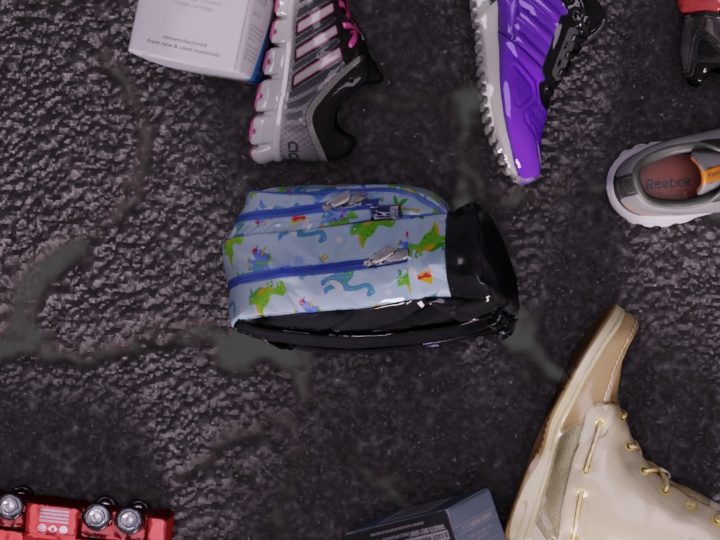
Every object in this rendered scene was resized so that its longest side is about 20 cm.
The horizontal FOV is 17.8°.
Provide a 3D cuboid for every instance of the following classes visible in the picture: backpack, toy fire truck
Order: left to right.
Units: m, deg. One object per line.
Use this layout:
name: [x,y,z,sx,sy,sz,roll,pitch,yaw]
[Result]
toy fire truck: [-0.193,0.241,1.716,0.200,0.049,0.141,6,92,3]
backpack: [0.000,0.000,1.657,0.200,0.163,0.154,-19,82,10]

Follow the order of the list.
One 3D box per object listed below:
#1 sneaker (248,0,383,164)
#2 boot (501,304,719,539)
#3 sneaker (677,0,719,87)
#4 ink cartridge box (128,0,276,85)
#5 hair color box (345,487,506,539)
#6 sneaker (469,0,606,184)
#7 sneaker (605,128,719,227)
sneaker: [-0.021,-0.169,1.686,0.087,0.074,0.200,12,97,2]
boot: [0.205,0.140,1.679,0.155,0.073,0.200,22,95,5]
sneaker: [0.323,-0.153,1.669,0.200,0.071,0.098,12,92,5]
ink cartridge box: [-0.096,-0.241,1.650,0.086,0.146,0.200,10,91,5]
hair color box: [0.072,0.270,1.677,0.099,0.061,0.200,-18,91,37]
sneaker: [0.133,-0.165,1.679,0.099,0.070,0.201,-7,92,1]
sneaker: [0.280,-0.073,1.670,0.200,0.079,0.074,-13,89,2]
